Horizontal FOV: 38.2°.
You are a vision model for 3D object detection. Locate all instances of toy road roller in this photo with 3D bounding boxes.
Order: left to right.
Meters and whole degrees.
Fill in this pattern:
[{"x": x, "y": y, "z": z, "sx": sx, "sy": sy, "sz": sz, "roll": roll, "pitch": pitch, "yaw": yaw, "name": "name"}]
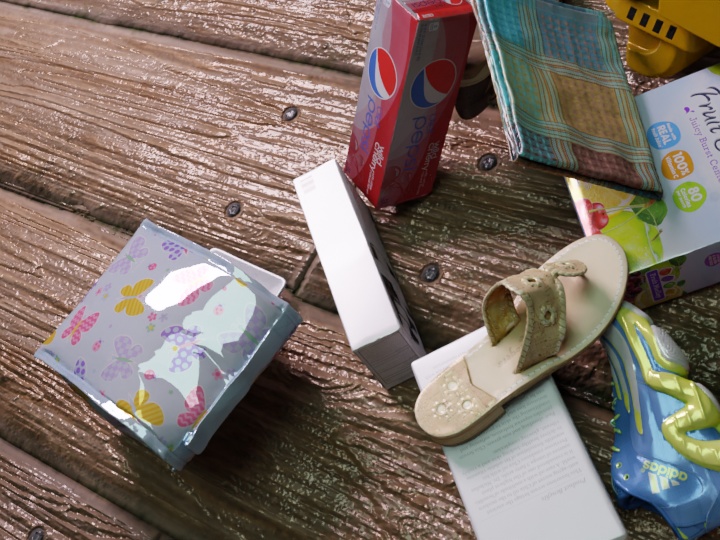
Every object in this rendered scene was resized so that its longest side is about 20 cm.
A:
[{"x": 0.297, "y": -0.227, "z": 0.883, "sx": 0.122, "sy": 0.147, "sz": 0.200, "roll": -33, "pitch": 48, "yaw": -18, "name": "toy road roller"}]

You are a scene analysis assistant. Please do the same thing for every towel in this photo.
[{"x": 0.167, "y": -0.153, "z": 0.848, "sx": 0.022, "sy": 0.145, "sz": 0.202, "roll": 127, "pitch": 145, "yaw": -46, "name": "towel"}]

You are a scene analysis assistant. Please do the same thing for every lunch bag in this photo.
[{"x": -0.161, "y": 0.073, "z": 0.921, "sx": 0.199, "sy": 0.127, "sz": 0.170, "roll": 22, "pitch": 70, "yaw": 44, "name": "lunch bag"}]

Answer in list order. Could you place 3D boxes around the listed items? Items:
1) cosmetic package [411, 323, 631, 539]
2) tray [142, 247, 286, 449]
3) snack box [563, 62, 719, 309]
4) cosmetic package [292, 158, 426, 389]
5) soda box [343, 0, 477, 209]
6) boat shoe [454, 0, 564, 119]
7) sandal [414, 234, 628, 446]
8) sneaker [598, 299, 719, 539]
[{"x": 0.123, "y": 0.144, "z": 0.801, "sx": 0.101, "sy": 0.071, "sz": 0.201, "roll": -26, "pitch": 53, "yaw": 9, "name": "cosmetic package"}, {"x": -0.157, "y": 0.079, "z": 1.005, "sx": 0.107, "sy": 0.022, "sz": 0.201, "roll": 23, "pitch": 73, "yaw": 33, "name": "tray"}, {"x": 0.276, "y": -0.075, "z": 0.862, "sx": 0.198, "sy": 0.068, "sz": 0.170, "roll": -20, "pitch": 54, "yaw": 11, "name": "snack box"}, {"x": 0.000, "y": 0.000, "z": 0.941, "sx": 0.050, "sy": 0.083, "sz": 0.201, "roll": -25, "pitch": 54, "yaw": 7, "name": "cosmetic package"}, {"x": 0.042, "y": -0.156, "z": 0.939, "sx": 0.070, "sy": 0.201, "sz": 0.063, "roll": -17, "pitch": 49, "yaw": -29, "name": "soda box"}, {"x": 0.144, "y": -0.217, "z": 1.010, "sx": 0.072, "sy": 0.072, "sz": 0.200, "roll": 9, "pitch": 44, "yaw": 34, "name": "boat shoe"}, {"x": 0.118, "y": 0.040, "z": 0.777, "sx": 0.212, "sy": 0.070, "sz": 0.078, "roll": -44, "pitch": 53, "yaw": -5, "name": "sandal"}, {"x": 0.211, "y": 0.113, "z": 0.776, "sx": 0.105, "sy": 0.076, "sz": 0.201, "roll": -36, "pitch": 53, "yaw": 2, "name": "sneaker"}]
